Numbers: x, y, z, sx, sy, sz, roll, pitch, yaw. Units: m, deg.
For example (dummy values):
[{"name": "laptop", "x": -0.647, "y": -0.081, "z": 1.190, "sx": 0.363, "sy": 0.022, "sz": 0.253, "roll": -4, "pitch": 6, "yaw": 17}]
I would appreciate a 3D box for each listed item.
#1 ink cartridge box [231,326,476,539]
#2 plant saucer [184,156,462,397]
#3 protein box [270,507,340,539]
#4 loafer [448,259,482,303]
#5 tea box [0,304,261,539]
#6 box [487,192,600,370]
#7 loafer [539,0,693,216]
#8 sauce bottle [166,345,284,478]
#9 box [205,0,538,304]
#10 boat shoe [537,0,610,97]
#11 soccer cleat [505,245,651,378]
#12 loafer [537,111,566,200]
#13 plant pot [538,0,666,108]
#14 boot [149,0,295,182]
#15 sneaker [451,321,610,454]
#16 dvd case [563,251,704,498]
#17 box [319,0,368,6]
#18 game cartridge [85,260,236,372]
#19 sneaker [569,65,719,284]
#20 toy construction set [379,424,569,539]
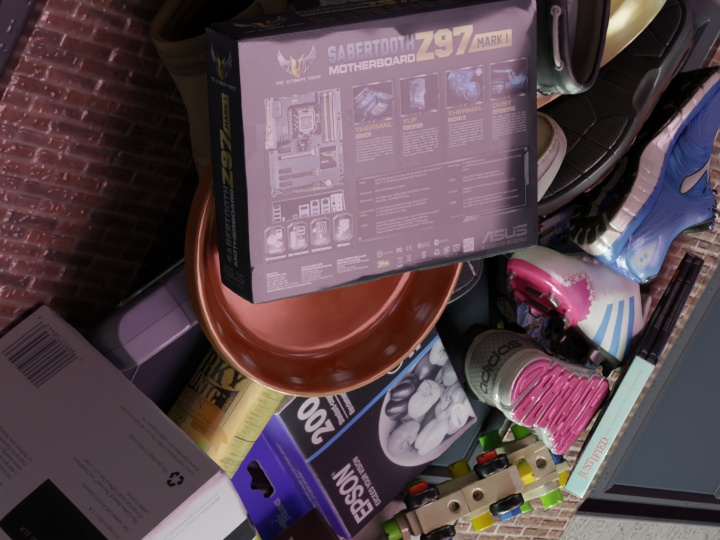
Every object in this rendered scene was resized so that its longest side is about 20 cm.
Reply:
[{"name": "ink cartridge box", "x": -0.014, "y": 0.119, "z": 1.571, "sx": 0.200, "sy": 0.043, "sz": 0.199, "roll": -42, "pitch": 142, "yaw": -12}, {"name": "plant saucer", "x": -0.021, "y": -0.022, "z": 1.274, "sx": 0.199, "sy": 0.032, "sz": 0.202, "roll": -11, "pitch": 109, "yaw": -32}, {"name": "protein box", "x": -0.051, "y": 0.332, "z": 1.602, "sx": 0.199, "sy": 0.135, "sz": 0.199, "roll": -36, "pitch": 141, "yaw": -6}, {"name": "loafer", "x": 0.000, "y": 0.000, "z": 1.403, "sx": 0.199, "sy": 0.063, "sz": 0.072, "roll": -12, "pitch": 90, "yaw": -46}, {"name": "tea box", "x": -0.164, "y": 0.167, "z": 1.320, "sx": 0.133, "sy": 0.200, "sz": 0.197, "roll": -39, "pitch": 142, "yaw": -16}, {"name": "box", "x": 0.165, "y": 0.010, "z": 1.674, "sx": 0.136, "sy": 0.040, "sz": 0.201, "roll": -29, "pitch": 137, "yaw": -26}, {"name": "loafer", "x": 0.190, "y": -0.117, "z": 1.564, "sx": 0.200, "sy": 0.072, "sz": 0.063, "roll": -52, "pitch": 149, "yaw": -4}, {"name": "sauce bottle", "x": -0.075, "y": 0.063, "z": 1.446, "sx": 0.065, "sy": 0.065, "sz": 0.201, "roll": 26, "pitch": 98, "yaw": -52}, {"name": "box", "x": 0.011, "y": -0.077, "z": 1.218, "sx": 0.199, "sy": 0.051, "sz": 0.159, "roll": -13, "pitch": 112, "yaw": -26}, {"name": "boat shoe", "x": 0.138, "y": -0.209, "z": 1.308, "sx": 0.075, "sy": 0.060, "sz": 0.202, "roll": 3, "pitch": 95, "yaw": -47}, {"name": "soccer cleat", "x": 0.171, "y": 0.010, "z": 1.601, "sx": 0.087, "sy": 0.070, "sz": 0.200, "roll": -58, "pitch": 148, "yaw": -8}, {"name": "loafer", "x": 0.066, "y": -0.051, "z": 1.493, "sx": 0.200, "sy": 0.070, "sz": 0.070, "roll": -41, "pitch": 141, "yaw": -12}, {"name": "plant pot", "x": 0.128, "y": -0.161, "z": 1.447, "sx": 0.199, "sy": 0.028, "sz": 0.200, "roll": -30, "pitch": 166, "yaw": -8}, {"name": "boot", "x": -0.037, "y": -0.150, "z": 1.308, "sx": 0.199, "sy": 0.073, "sz": 0.156, "roll": -36, "pitch": 139, "yaw": -16}, {"name": "sneaker", "x": 0.131, "y": 0.085, "z": 1.623, "sx": 0.074, "sy": 0.087, "sz": 0.200, "roll": -54, "pitch": 152, "yaw": 4}, {"name": "dvd case", "x": 0.229, "y": 0.084, "z": 1.723, "sx": 0.147, "sy": 0.022, "sz": 0.200, "roll": -66, "pitch": 171, "yaw": 31}, {"name": "box", "x": 0.055, "y": -0.214, "z": 1.303, "sx": 0.200, "sy": 0.060, "sz": 0.117, "roll": -36, "pitch": 125, "yaw": -40}, {"name": "game cartridge", "x": -0.085, "y": -0.005, "z": 1.337, "sx": 0.200, "sy": 0.133, "sz": 0.041, "roll": -37, "pitch": 99, "yaw": -20}, {"name": "sneaker", "x": 0.238, "y": -0.074, "z": 1.599, "sx": 0.089, "sy": 0.078, "sz": 0.201, "roll": 43, "pitch": 67, "yaw": -24}, {"name": "toy construction set", "x": 0.085, "y": 0.191, "z": 1.697, "sx": 0.200, "sy": 0.092, "sz": 0.131, "roll": -38, "pitch": -179, "yaw": -7}]
